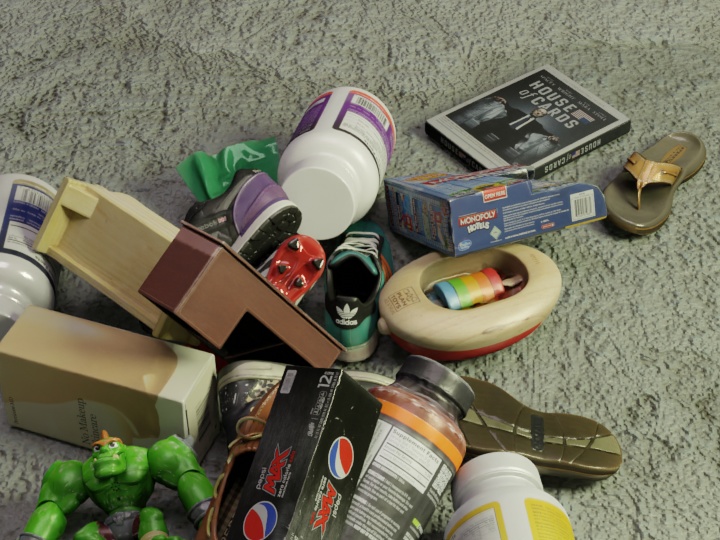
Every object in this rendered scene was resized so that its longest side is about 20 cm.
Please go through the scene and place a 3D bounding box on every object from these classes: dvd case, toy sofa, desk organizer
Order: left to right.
[{"bbox_3d":[-0.217,-0.008,1.527,0.199,0.084,0.097,31,9,30],"label":"toy sofa"},{"bbox_3d":[-0.109,0.046,1.448,0.071,0.200,0.077,25,77,47],"label":"desk organizer"},{"bbox_3d":[0.198,-0.170,1.841,0.199,0.025,0.150,-27,48,-27],"label":"dvd case"}]

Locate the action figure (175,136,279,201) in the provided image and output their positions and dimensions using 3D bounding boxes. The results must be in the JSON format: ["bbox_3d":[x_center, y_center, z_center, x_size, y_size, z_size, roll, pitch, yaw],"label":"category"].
[{"bbox_3d":[-0.117,-0.051,1.678,0.117,0.055,0.201,-19,54,-6],"label":"action figure"}]

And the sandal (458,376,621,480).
[{"bbox_3d":[0.142,0.157,1.442,0.197,0.055,0.082,14,45,-6],"label":"sandal"}]

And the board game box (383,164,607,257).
[{"bbox_3d":[0.122,-0.073,1.652,0.198,0.063,0.199,-14,14,-30],"label":"board game box"}]

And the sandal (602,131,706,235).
[{"bbox_3d":[0.332,-0.110,1.747,0.081,0.055,0.200,26,48,28],"label":"sandal"}]

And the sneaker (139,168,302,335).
[{"bbox_3d":[-0.156,-0.019,1.590,0.200,0.076,0.088,-42,64,-2],"label":"sneaker"}]

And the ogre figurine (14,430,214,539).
[{"bbox_3d":[-0.212,0.211,1.362,0.198,0.098,0.121,-24,52,18],"label":"ogre figurine"}]

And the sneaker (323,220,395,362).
[{"bbox_3d":[0.000,0.000,1.603,0.070,0.081,0.201,2,38,3],"label":"sneaker"}]

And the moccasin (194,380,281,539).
[{"bbox_3d":[-0.086,0.168,1.316,0.073,0.078,0.202,33,49,1],"label":"moccasin"}]

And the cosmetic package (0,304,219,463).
[{"bbox_3d":[-0.236,0.113,1.463,0.197,0.106,0.071,12,41,17],"label":"cosmetic package"}]

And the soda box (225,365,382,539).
[{"bbox_3d":[-0.050,0.181,1.252,0.063,0.071,0.202,1,62,37],"label":"soda box"}]

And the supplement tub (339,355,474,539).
[{"bbox_3d":[0.022,0.175,1.340,0.106,0.107,0.201,23,69,25],"label":"supplement tub"}]

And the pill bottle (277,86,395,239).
[{"bbox_3d":[-0.029,-0.113,1.683,0.110,0.113,0.201,6,28,8],"label":"pill bottle"}]

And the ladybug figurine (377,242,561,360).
[{"bbox_3d":[0.108,0.037,1.569,0.198,0.073,0.136,-14,42,-15],"label":"ladybug figurine"}]

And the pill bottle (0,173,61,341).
[{"bbox_3d":[-0.361,0.004,1.582,0.109,0.112,0.201,-1,41,0],"label":"pill bottle"}]

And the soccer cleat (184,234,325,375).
[{"bbox_3d":[-0.109,0.046,1.563,0.068,0.085,0.200,41,77,-2],"label":"soccer cleat"}]

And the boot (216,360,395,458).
[{"bbox_3d":[-0.036,0.169,1.428,0.201,0.074,0.155,9,55,-15],"label":"boot"}]

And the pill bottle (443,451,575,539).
[{"bbox_3d":[0.129,0.252,1.292,0.110,0.113,0.201,-4,41,-4],"label":"pill bottle"}]
